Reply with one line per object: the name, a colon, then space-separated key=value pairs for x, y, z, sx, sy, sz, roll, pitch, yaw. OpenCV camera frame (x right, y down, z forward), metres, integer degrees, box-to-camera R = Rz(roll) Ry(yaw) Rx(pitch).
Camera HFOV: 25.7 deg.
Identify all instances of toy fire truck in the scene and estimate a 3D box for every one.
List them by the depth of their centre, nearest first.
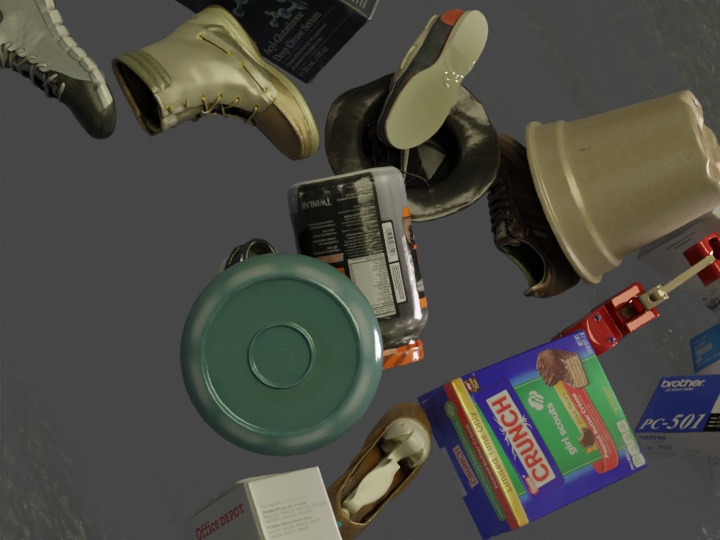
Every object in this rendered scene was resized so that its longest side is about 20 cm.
toy fire truck: x=0.322 y=0.036 z=1.791 sx=0.200 sy=0.141 sz=0.049 roll=-30 pitch=84 yaw=-37

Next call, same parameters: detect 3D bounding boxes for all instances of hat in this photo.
hat: x=0.052 y=-0.123 z=1.746 sx=0.200 sy=0.081 sz=0.201 roll=5 pitch=63 yaw=-10

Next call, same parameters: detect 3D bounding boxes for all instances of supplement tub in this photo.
supplement tub: x=0.000 y=0.000 z=1.612 sx=0.122 sy=0.122 sz=0.200 roll=-12 pitch=93 yaw=-34

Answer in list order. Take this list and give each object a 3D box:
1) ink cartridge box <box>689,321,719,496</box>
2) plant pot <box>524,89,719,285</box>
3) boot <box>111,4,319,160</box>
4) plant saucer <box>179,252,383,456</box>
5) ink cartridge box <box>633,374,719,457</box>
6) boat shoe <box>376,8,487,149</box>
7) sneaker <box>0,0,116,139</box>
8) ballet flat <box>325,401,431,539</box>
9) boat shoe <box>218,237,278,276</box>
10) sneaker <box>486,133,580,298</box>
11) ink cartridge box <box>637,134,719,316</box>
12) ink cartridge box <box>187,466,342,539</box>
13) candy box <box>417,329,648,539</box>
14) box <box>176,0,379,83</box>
ink cartridge box: x=0.480 y=0.168 z=1.858 sx=0.145 sy=0.084 sz=0.200 roll=10 pitch=62 yaw=-26
plant pot: x=0.309 y=-0.108 z=1.774 sx=0.200 sy=0.183 sz=0.201 roll=51 pitch=26 yaw=-38
boot: x=-0.151 y=-0.173 z=1.655 sx=0.155 sy=0.072 sz=0.200 roll=-35 pitch=83 yaw=-37
plant saucer: x=-0.077 y=0.083 z=1.537 sx=0.200 sy=0.027 sz=0.200 roll=0 pitch=90 yaw=-1
ink cartridge box: x=0.411 y=0.161 z=1.750 sx=0.044 sy=0.200 sz=0.094 roll=56 pitch=49 yaw=-26
boat shoe: x=0.068 y=-0.209 z=1.712 sx=0.200 sy=0.063 sz=0.071 roll=-58 pitch=135 yaw=-26
sneaker: x=-0.334 y=-0.199 z=1.567 sx=0.115 sy=0.075 sz=0.200 roll=-24 pitch=71 yaw=-31
ballet flat: x=0.024 y=0.197 z=1.583 sx=0.068 sy=0.072 sz=0.200 roll=48 pitch=53 yaw=-2
boat shoe: x=-0.084 y=0.064 z=1.589 sx=0.076 sy=0.060 sz=0.200 roll=-21 pitch=79 yaw=-36
sneaker: x=0.181 y=-0.062 z=1.800 sx=0.076 sy=0.070 sz=0.200 roll=-23 pitch=80 yaw=-34
ink cartridge box: x=0.470 y=-0.042 z=1.913 sx=0.200 sy=0.145 sz=0.147 roll=32 pitch=55 yaw=-15
ink cartridge box: x=-0.072 y=0.294 z=1.436 sx=0.083 sy=0.145 sz=0.200 roll=-9 pitch=73 yaw=-32
candy box: x=0.186 y=0.173 z=1.687 sx=0.200 sy=0.077 sz=0.169 roll=-18 pitch=78 yaw=-34
box: x=-0.089 y=-0.324 z=1.714 sx=0.200 sy=0.148 sz=0.107 roll=31 pitch=55 yaw=-14
